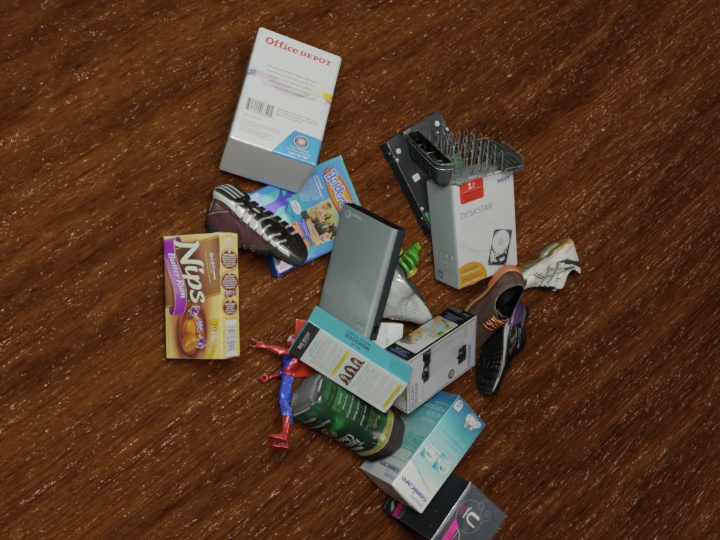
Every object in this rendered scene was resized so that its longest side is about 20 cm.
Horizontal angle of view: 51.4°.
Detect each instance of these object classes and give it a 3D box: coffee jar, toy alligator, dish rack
[{"bbox_3d":[-0.020,0.262,1.326,0.199,0.104,0.086,33,51,-22],"label":"coffee jar"},{"bbox_3d":[0.052,0.014,1.397,0.200,0.054,0.060,-42,104,-19],"label":"toy alligator"},{"bbox_3d":[0.198,-0.216,1.375,0.197,0.154,0.055,-11,126,-16],"label":"dish rack"}]

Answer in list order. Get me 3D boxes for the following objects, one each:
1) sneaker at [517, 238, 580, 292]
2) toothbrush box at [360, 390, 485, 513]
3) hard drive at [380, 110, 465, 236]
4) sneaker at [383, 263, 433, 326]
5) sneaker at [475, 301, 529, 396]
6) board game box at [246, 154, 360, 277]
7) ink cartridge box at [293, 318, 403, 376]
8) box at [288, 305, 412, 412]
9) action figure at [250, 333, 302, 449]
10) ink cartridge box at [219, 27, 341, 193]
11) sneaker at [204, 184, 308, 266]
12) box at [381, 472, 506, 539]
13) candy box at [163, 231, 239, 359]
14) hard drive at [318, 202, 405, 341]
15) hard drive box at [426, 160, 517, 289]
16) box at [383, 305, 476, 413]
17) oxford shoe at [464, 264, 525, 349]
[{"bbox_3d":[0.377,0.013,1.530,0.198,0.075,0.089,-29,100,-21],"label":"sneaker"},{"bbox_3d":[0.112,0.322,1.366,0.085,0.146,0.201,45,74,-15],"label":"toothbrush box"},{"bbox_3d":[0.140,-0.188,1.452,0.139,0.038,0.202,-33,101,-21],"label":"hard drive"},{"bbox_3d":[0.073,0.058,1.376,0.080,0.071,0.200,-34,142,7],"label":"sneaker"},{"bbox_3d":[0.295,0.156,1.493,0.087,0.075,0.203,18,81,-28],"label":"sneaker"},{"bbox_3d":[-0.096,-0.099,1.340,0.198,0.045,0.154,-25,98,-22],"label":"board game box"},{"bbox_3d":[-0.021,0.146,1.363,0.197,0.050,0.111,5,88,-24],"label":"ink cartridge box"},{"bbox_3d":[-0.017,0.151,1.266,0.199,0.083,0.049,33,32,-4],"label":"box"},{"bbox_3d":[-0.152,0.195,1.283,0.097,0.066,0.202,9,58,2],"label":"action figure"},{"bbox_3d":[-0.135,-0.262,1.249,0.145,0.146,0.203,16,73,-13],"label":"ink cartridge box"},{"bbox_3d":[-0.183,-0.046,1.261,0.199,0.075,0.116,39,116,14],"label":"sneaker"},{"bbox_3d":[0.146,0.435,1.348,0.106,0.199,0.123,44,72,-17],"label":"box"},{"bbox_3d":[-0.259,0.041,1.224,0.056,0.115,0.204,-2,90,-64],"label":"candy box"},{"bbox_3d":[0.000,0.000,1.295,0.033,0.139,0.203,-2,113,-44],"label":"hard drive"},{"bbox_3d":[0.214,-0.089,1.425,0.154,0.077,0.203,-21,115,-27],"label":"hard drive box"},{"bbox_3d":[0.130,0.161,1.375,0.199,0.060,0.118,-26,126,-38],"label":"box"},{"bbox_3d":[0.248,0.085,1.434,0.070,0.073,0.202,22,113,-13],"label":"oxford shoe"}]
